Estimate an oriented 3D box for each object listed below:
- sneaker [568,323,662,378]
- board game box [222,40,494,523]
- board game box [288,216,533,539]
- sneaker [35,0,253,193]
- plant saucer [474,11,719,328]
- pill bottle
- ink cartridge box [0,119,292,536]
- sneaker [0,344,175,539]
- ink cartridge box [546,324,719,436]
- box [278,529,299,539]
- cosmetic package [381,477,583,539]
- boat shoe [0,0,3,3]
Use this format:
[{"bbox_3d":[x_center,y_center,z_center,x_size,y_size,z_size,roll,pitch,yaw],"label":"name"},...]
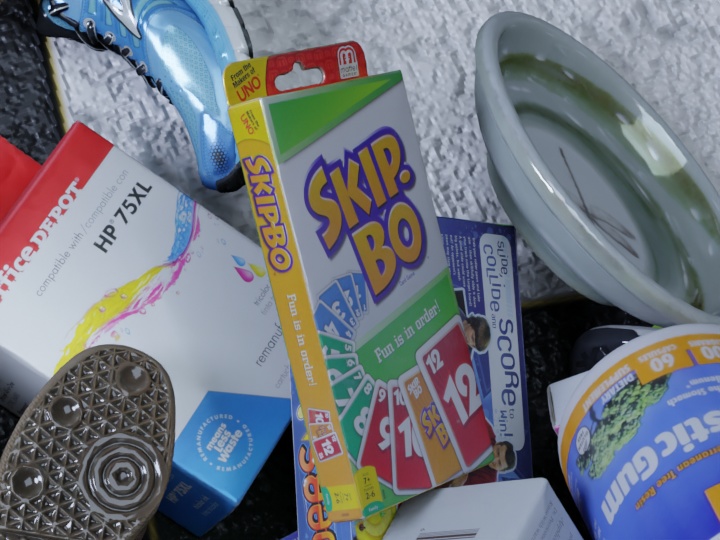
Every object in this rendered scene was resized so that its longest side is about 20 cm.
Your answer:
[{"bbox_3d":[0.204,0.063,1.111,0.200,0.072,0.083,11,23,3],"label":"sneaker"},{"bbox_3d":[0.000,0.000,0.951,0.095,0.030,0.200,-17,92,-48],"label":"board game box"},{"bbox_3d":[0.026,0.074,1.008,0.135,0.034,0.200,6,77,-48],"label":"board game box"},{"bbox_3d":[-0.111,-0.121,1.073,0.090,0.078,0.200,-25,74,-9],"label":"sneaker"},{"bbox_3d":[0.116,-0.038,1.088,0.200,0.050,0.200,38,28,-24],"label":"plant saucer"},{"bbox_3d":[0.163,0.121,0.919,0.112,0.112,0.200,3,32,-18],"label":"pill bottle"},{"bbox_3d":[-0.119,0.017,1.011,0.200,0.067,0.116,34,63,-6],"label":"ink cartridge box"},{"bbox_3d":[-0.136,0.128,0.931,0.070,0.076,0.200,22,68,-11],"label":"sneaker"},{"bbox_3d":[0.197,0.063,1.034,0.200,0.095,0.037,-22,37,13],"label":"ink cartridge box"},{"bbox_3d":[-0.032,0.232,0.978,0.117,0.048,0.200,-26,83,-25],"label":"box"},{"bbox_3d":[0.075,0.200,0.950,0.200,0.081,0.113,60,43,-23],"label":"cosmetic package"},{"bbox_3d":[-0.187,-0.149,1.023,0.200,0.072,0.065,-5,88,8],"label":"boat shoe"}]
